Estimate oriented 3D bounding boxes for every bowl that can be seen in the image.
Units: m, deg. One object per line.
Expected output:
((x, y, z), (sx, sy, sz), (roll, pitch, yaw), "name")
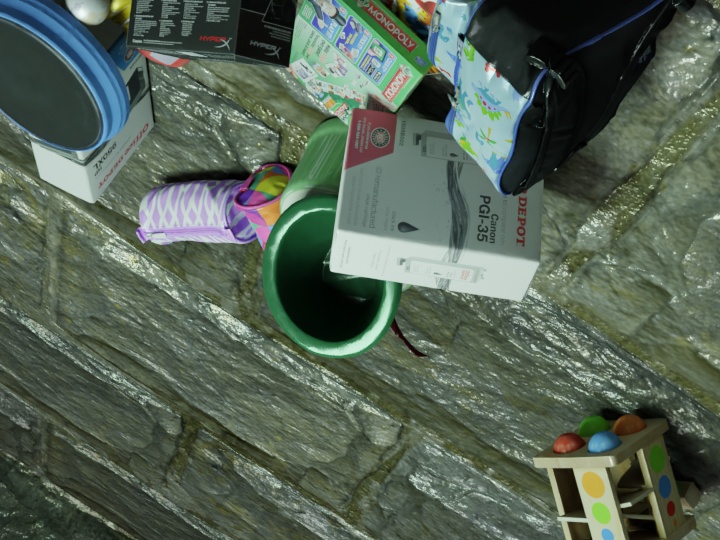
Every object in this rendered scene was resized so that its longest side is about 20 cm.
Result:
((-0.332, -0.204, 1.260), (0.198, 0.040, 0.202), (23, 148, 15), "bowl")

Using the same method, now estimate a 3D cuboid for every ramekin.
((0.005, -0.065, 1.366), (0.198, 0.098, 0.201), (25, 149, 16), "ramekin")

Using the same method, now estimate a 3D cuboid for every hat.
((0.000, 0.000, 1.350), (0.164, 0.176, 0.202), (24, 112, 19), "hat")

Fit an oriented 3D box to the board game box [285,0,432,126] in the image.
((-0.008, -0.207, 1.192), (0.134, 0.029, 0.200), (42, 161, -2), "board game box")

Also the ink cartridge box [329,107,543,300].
((0.077, -0.065, 1.190), (0.197, 0.148, 0.083), (9, 151, -3), "ink cartridge box")

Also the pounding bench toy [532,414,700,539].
((0.331, 0.250, 1.500), (0.123, 0.199, 0.158), (-11, 98, 47), "pounding bench toy")

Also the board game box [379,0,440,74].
((0.040, -0.266, 1.102), (0.125, 0.035, 0.201), (1, 137, 45), "board game box")

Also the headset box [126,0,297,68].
((-0.126, -0.291, 1.090), (0.147, 0.203, 0.077), (11, -176, 38), "headset box")

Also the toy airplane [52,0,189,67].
((-0.259, -0.305, 1.227), (0.197, 0.142, 0.202), (18, 136, 11), "toy airplane")

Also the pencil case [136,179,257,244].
((-0.209, -0.073, 1.577), (0.198, 0.086, 0.085), (-2, 124, 44), "pencil case")

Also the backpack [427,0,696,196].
((0.147, -0.176, 0.996), (0.147, 0.182, 0.201), (49, 159, 19), "backpack")

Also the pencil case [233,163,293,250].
((-0.088, -0.038, 1.516), (0.087, 0.089, 0.201), (11, 142, 33), "pencil case")

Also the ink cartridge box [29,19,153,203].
((-0.321, -0.201, 1.438), (0.083, 0.145, 0.201), (26, 150, 11), "ink cartridge box")
